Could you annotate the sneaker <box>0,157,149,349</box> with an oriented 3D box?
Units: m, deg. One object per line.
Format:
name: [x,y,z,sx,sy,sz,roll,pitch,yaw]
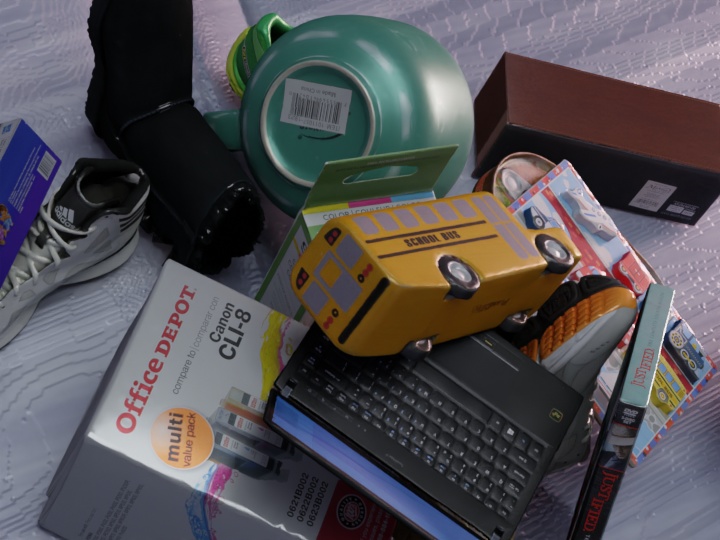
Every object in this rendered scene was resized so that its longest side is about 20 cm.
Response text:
sneaker: [-0.223,-0.019,1.195,0.200,0.115,0.076,-35,77,-32]

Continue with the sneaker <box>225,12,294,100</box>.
sneaker: [-0.008,-0.127,1.371,0.199,0.084,0.074,27,53,-5]

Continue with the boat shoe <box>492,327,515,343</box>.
boat shoe: [0.079,0.027,1.321,0.200,0.068,0.075,44,54,7]

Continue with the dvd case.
dvd case: [0.162,0.126,1.180,0.022,0.201,0.146,16,32,8]

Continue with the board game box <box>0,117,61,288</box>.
board game box: [-0.286,0.002,1.148,0.045,0.134,0.201,50,44,-36]

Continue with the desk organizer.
desk organizer: [0.194,-0.106,1.449,0.199,0.072,0.077,12,54,-15]

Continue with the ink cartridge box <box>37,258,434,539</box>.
ink cartridge box: [-0.080,0.119,1.151,0.199,0.145,0.146,26,55,-6]

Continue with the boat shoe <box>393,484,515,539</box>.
boat shoe: [0.074,0.189,1.222,0.069,0.074,0.201,-13,75,-31]

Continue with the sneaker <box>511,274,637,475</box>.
sneaker: [0.138,0.085,1.241,0.092,0.200,0.076,32,37,-12]

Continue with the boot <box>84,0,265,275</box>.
boot: [-0.125,-0.101,1.243,0.073,0.199,0.163,-22,63,-28]

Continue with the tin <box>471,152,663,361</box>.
tin: [0.160,0.000,1.358,0.200,0.042,0.112,47,38,-10]

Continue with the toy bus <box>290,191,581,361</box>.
toy bus: [0.052,0.001,1.116,0.200,0.065,0.078,-12,56,-51]

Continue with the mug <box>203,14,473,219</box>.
mug: [-0.021,-0.095,1.272,0.152,0.185,0.114,56,21,8]

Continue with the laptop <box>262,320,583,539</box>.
laptop: [0.045,0.083,1.073,0.177,0.103,0.200,36,57,-4]

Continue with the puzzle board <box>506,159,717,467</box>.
puzzle board: [0.176,0.026,1.318,0.200,0.017,0.151,53,42,-2]

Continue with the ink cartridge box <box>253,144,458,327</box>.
ink cartridge box: [0.000,0.000,1.223,0.103,0.200,0.060,-8,61,-26]
